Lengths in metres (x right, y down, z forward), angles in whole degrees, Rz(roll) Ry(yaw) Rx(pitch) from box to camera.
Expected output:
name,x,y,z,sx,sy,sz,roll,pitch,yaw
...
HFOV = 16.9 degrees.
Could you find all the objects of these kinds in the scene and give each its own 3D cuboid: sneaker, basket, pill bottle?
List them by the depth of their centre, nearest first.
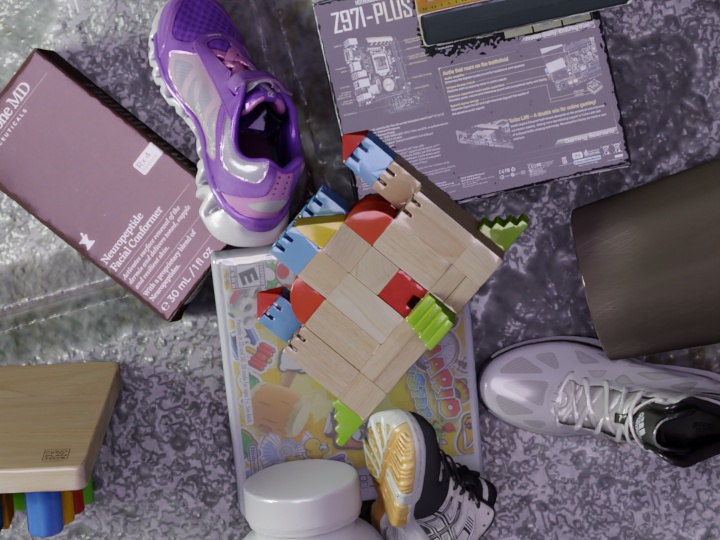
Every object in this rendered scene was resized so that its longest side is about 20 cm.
name,x,y,z,sx,sy,sz,roll,pitch,yaw
basket,0.258,-0.014,1.704,0.199,0.180,0.136,-14,61,11
sneaker,-0.087,-0.121,1.709,0.080,0.089,0.201,-7,64,-29
sneaker,0.053,0.153,1.715,0.087,0.200,0.076,-15,57,-8
sneaker,0.183,0.092,1.726,0.200,0.115,0.076,7,94,2
pill bottle,-0.032,0.242,1.727,0.112,0.112,0.201,-5,106,2

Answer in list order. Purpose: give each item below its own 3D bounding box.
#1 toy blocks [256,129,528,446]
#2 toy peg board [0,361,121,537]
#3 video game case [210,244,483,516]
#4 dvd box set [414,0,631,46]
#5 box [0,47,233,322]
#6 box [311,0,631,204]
name,x,y,z,sx,sy,sz,roll,pitch,yaw
toy blocks,0.000,0.000,1.670,0.137,0.100,0.200,39,104,-5
toy peg board,-0.277,0.148,1.716,0.199,0.199,0.098,-3,109,2
video game case,-0.008,0.072,1.744,0.181,0.023,0.201,-7,107,-5
dvd box set,0.100,-0.236,1.682,0.146,0.200,0.029,-12,130,2
box,-0.182,-0.063,1.754,0.200,0.075,0.100,38,94,1
box,0.079,-0.133,1.732,0.199,0.086,0.164,-13,93,3
